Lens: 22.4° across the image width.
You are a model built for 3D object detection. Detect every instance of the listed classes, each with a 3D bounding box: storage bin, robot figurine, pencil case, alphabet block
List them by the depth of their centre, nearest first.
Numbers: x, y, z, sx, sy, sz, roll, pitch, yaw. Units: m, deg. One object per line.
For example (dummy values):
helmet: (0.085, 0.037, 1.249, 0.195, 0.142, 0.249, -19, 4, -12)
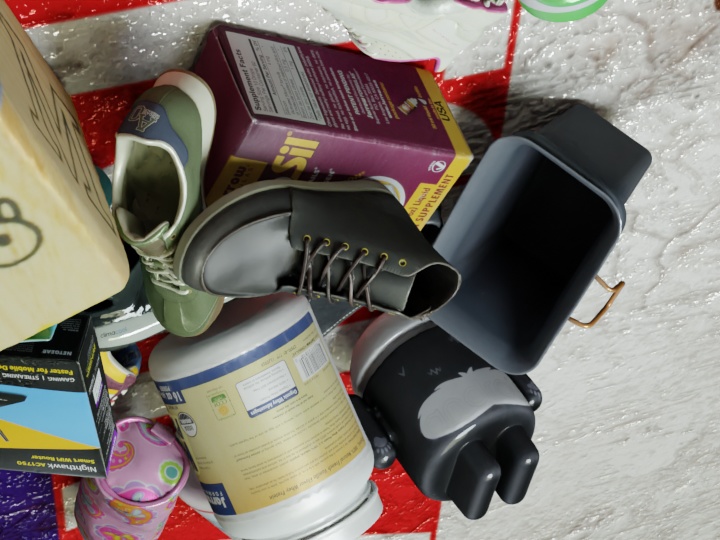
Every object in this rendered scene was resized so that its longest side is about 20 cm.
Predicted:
alphabet block: (-0.288, -0.071, 1.168, 0.194, 0.197, 0.200, -25, 143, 4)
storage bin: (0.160, -0.032, 1.490, 0.134, 0.145, 0.201, -42, 164, -49)
pencil case: (-0.199, 0.191, 1.571, 0.087, 0.088, 0.200, -12, 161, -16)
robot figurine: (0.073, 0.120, 1.585, 0.125, 0.200, 0.150, -47, 147, 14)

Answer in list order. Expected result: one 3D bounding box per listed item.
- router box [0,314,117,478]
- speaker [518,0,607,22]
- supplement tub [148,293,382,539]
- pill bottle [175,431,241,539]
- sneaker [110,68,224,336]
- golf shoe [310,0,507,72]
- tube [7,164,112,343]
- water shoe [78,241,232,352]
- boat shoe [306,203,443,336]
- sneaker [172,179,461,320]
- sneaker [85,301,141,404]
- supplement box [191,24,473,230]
router box: (-0.296, 0.091, 1.402, 0.198, 0.051, 0.150, 4, 139, 7)
speaker: (0.131, -0.266, 1.258, 0.088, 0.089, 0.201, -22, 142, -3)
supplement tub: (-0.074, 0.130, 1.492, 0.144, 0.144, 0.201, -23, 100, -1)
pill bottle: (-0.086, 0.203, 1.671, 0.108, 0.109, 0.200, -31, 143, 8)
sneaker: (-0.140, -0.031, 1.253, 0.067, 0.090, 0.202, 11, 120, 18)
golf shoe: (0.011, -0.186, 1.297, 0.199, 0.076, 0.092, 8, 135, -34)
tube: (-0.225, -0.005, 1.279, 0.077, 0.201, 0.051, -11, 122, 18)
water shoe: (-0.139, -0.008, 1.420, 0.199, 0.071, 0.079, -28, 110, -26)
boat shoe: (0.000, 0.000, 1.519, 0.074, 0.063, 0.200, 14, 129, -42)
sneaker: (-0.025, -0.008, 1.255, 0.199, 0.106, 0.075, -13, 131, -37)
sneaker: (-0.223, 0.098, 1.500, 0.089, 0.075, 0.201, -8, 141, -12)
supplement box: (-0.038, -0.088, 1.359, 0.199, 0.104, 0.131, 7, 134, -33)
